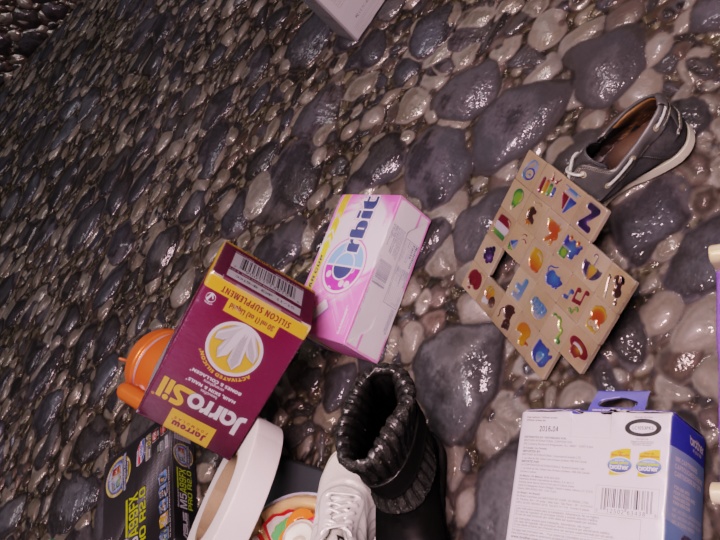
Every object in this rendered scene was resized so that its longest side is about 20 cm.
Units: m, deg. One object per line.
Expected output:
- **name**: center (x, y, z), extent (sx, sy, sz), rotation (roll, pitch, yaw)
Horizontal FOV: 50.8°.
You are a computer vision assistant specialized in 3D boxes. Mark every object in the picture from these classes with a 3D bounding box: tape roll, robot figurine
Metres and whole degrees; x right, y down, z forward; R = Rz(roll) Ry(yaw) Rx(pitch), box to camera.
- **tape roll**: center (-0.149, 0.266, 0.869), extent (0.205, 0.036, 0.204), rotation (-59, 12, 20)
- **robot figurine**: center (-0.246, 0.152, 1.046), extent (0.198, 0.118, 0.145), rotation (23, 64, 36)

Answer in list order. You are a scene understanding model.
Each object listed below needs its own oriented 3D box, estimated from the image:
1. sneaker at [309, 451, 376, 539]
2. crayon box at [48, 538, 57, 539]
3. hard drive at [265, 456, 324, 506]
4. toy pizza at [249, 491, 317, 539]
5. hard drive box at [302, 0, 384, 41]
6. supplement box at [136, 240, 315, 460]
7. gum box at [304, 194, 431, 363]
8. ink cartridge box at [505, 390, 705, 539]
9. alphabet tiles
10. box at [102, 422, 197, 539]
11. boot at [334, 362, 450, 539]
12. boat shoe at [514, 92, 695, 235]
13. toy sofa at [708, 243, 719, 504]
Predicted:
- **sneaker**: center (-0.017, 0.255, 0.727), extent (0.073, 0.082, 0.203), rotation (0, 46, 6)
- **crayon box**: center (-0.432, 0.497, 1.069), extent (0.120, 0.058, 0.200), rotation (-54, 39, 3)
- **hard drive**: center (-0.093, 0.317, 0.852), extent (0.138, 0.033, 0.204), rotation (0, 66, 47)
- **toy pizza**: center (-0.072, 0.329, 0.774), extent (0.196, 0.032, 0.205), rotation (-15, 59, 25)
- **hard drive box**: center (-0.042, -0.499, 1.215), extent (0.157, 0.199, 0.077), rotation (-54, 39, 1)
- **supplement box**: center (-0.154, 0.092, 0.881), extent (0.202, 0.129, 0.104), rotation (-58, 12, 18)
- **gum box**: center (0.000, 0.000, 0.939), extent (0.112, 0.066, 0.204), rotation (8, 71, 48)
- **ink cartridge box**: center (0.194, 0.188, 0.602), extent (0.135, 0.076, 0.204), rotation (-9, 61, 43)
- **alphabet tiles**: center (0.184, -0.001, 0.749), extent (0.170, 0.007, 0.201), rotation (-65, 35, 23)
- **box**: center (-0.294, 0.323, 1.051), extent (0.159, 0.044, 0.203), rotation (-38, 42, 22)
- **boot**: center (0.032, 0.209, 0.681), extent (0.078, 0.159, 0.215), rotation (-10, 53, 12)
- **boat shoe**: center (0.231, -0.101, 0.766), extent (0.199, 0.067, 0.073), rotation (-36, 44, 28)
- **toy sofa**: center (0.300, 0.070, 0.553), extent (0.082, 0.097, 0.204), rotation (-11, 58, 41)
